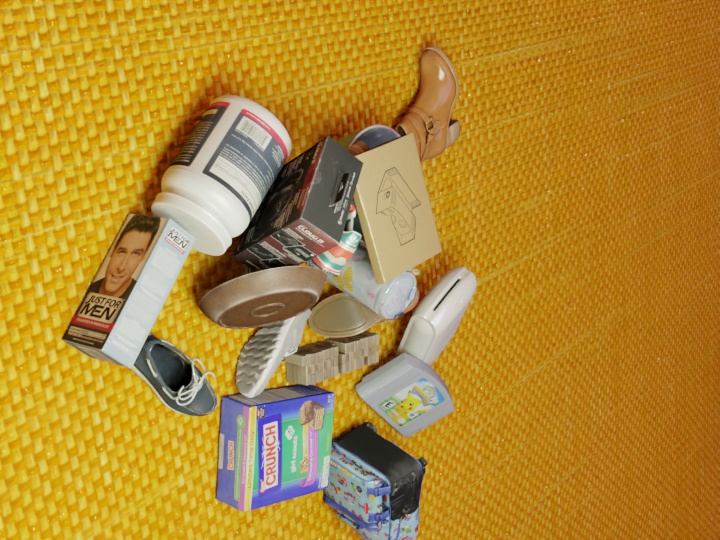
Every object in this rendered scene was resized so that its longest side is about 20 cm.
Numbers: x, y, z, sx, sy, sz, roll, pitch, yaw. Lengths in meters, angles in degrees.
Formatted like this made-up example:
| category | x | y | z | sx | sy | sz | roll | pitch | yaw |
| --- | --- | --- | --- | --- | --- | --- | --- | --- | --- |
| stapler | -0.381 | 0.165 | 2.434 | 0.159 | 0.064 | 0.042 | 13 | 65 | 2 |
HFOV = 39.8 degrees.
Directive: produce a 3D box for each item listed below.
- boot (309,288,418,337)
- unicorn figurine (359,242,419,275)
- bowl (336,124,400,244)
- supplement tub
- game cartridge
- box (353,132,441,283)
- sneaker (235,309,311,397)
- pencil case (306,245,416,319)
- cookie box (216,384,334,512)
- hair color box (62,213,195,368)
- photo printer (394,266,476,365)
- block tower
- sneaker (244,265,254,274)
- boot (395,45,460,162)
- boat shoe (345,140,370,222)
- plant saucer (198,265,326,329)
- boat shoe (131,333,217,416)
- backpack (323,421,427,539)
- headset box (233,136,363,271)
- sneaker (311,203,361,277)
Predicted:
| category | x | y | z | sx | sy | sz | roll | pitch | yaw |
| --- | --- | --- | --- | --- | --- | --- | --- | --- | --- |
| boot | 0.011 | 0.074 | 1.757 | 0.155 | 0.197 | 0.075 | 67 | 8 | -83 |
| unicorn figurine | 0.064 | -0.037 | 1.797 | 0.199 | 0.137 | 0.074 | 39 | 95 | -31 |
| bowl | -0.008 | -0.148 | 1.695 | 0.200 | 0.104 | 0.204 | -12 | 106 | -49 |
| supplement tub | -0.200 | -0.139 | 1.440 | 0.141 | 0.139 | 0.201 | 50 | 59 | -41 |
| game cartridge | 0.093 | 0.236 | 1.872 | 0.133 | 0.041 | 0.200 | -35 | 134 | 10 |
| box | 0.054 | -0.100 | 1.571 | 0.163 | 0.021 | 0.203 | -28 | 108 | -46 |
| sneaker | -0.130 | 0.124 | 1.616 | 0.082 | 0.074 | 0.202 | 49 | 59 | -40 |
| pencil case | 0.000 | 0.000 | 1.653 | 0.090 | 0.199 | 0.084 | -28 | 137 | -41 |
| cookie box | -0.138 | 0.287 | 1.635 | 0.199 | 0.075 | 0.174 | -3 | 99 | -49 |
| hair color box | -0.316 | 0.025 | 1.362 | 0.061 | 0.098 | 0.202 | 42 | 64 | -43 |
| photo printer | 0.142 | 0.093 | 1.868 | 0.166 | 0.069 | 0.201 | -47 | 164 | -35 |
| block tower | -0.050 | 0.152 | 1.734 | 0.199 | 0.054 | 0.059 | -10 | 103 | -48 |
| sneaker | -0.138 | -0.073 | 1.575 | 0.078 | 0.079 | 0.203 | -10 | 102 | -47 |
| boot | 0.115 | -0.300 | 1.845 | 0.154 | 0.073 | 0.202 | -34 | 118 | -37 |
| boat shoe | 0.028 | -0.123 | 1.607 | 0.072 | 0.075 | 0.201 | -55 | 134 | -30 |
| plant saucer | -0.144 | 0.047 | 1.500 | 0.199 | 0.199 | 0.035 | 6 | 64 | -50 |
| boat shoe | -0.268 | 0.158 | 1.469 | 0.075 | 0.061 | 0.201 | -59 | 135 | -27 |
| backpack | 0.021 | 0.403 | 1.776 | 0.134 | 0.182 | 0.203 | -23 | 125 | -36 |
| headset box | -0.085 | -0.091 | 1.446 | 0.077 | 0.199 | 0.150 | 33 | 54 | -27 |
| sneaker | -0.046 | -0.085 | 1.547 | 0.070 | 0.201 | 0.093 | 26 | 118 | -36 |
